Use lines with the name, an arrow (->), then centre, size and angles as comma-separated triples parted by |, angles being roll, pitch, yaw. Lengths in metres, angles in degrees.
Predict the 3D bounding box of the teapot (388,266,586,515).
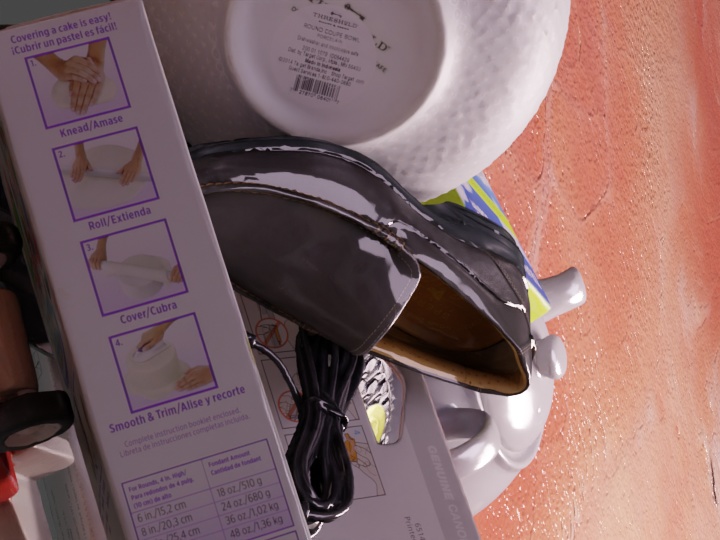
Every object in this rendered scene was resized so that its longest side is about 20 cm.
teapot -> 0.050, 0.063, 1.081 | 0.197, 0.145, 0.202 | 41, 47, -53

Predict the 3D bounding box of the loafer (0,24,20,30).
loafer -> -0.122, -0.058, 0.817 | 0.200, 0.071, 0.074 | 33, 51, -76

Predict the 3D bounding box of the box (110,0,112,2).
box -> -0.042, -0.193, 0.911 | 0.164, 0.198, 0.087 | 43, 43, -51

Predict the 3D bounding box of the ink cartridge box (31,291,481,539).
ink cartridge box -> -0.054, 0.065, 0.804 | 0.175, 0.045, 0.201 | -2, 59, -30

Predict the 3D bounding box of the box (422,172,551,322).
box -> 0.036, -0.048, 0.996 | 0.122, 0.047, 0.201 | 40, 21, -58

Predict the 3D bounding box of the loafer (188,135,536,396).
loafer -> 0.000, 0.000, 0.773 | 0.199, 0.073, 0.073 | 15, 39, -34

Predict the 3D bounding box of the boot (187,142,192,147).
boot -> -0.052, -0.064, 0.942 | 0.151, 0.072, 0.202 | -88, 166, -65

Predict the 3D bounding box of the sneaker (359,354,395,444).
sneaker -> -0.028, 0.100, 0.932 | 0.066, 0.078, 0.201 | -44, 146, -41

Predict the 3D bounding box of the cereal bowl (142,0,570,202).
cereal bowl -> -0.007, -0.112, 0.788 | 0.083, 0.198, 0.202 | -82, 154, -66

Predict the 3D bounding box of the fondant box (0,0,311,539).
fondant box -> -0.073, 0.030, 0.624 | 0.144, 0.058, 0.202 | 117, -45, -73

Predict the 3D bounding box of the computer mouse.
computer mouse -> -0.089, 0.041, 0.739 | 0.199, 0.046, 0.141 | 25, 36, -21

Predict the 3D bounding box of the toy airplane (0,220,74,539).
toy airplane -> -0.174, 0.065, 0.654 | 0.200, 0.140, 0.201 | -128, -156, -60
